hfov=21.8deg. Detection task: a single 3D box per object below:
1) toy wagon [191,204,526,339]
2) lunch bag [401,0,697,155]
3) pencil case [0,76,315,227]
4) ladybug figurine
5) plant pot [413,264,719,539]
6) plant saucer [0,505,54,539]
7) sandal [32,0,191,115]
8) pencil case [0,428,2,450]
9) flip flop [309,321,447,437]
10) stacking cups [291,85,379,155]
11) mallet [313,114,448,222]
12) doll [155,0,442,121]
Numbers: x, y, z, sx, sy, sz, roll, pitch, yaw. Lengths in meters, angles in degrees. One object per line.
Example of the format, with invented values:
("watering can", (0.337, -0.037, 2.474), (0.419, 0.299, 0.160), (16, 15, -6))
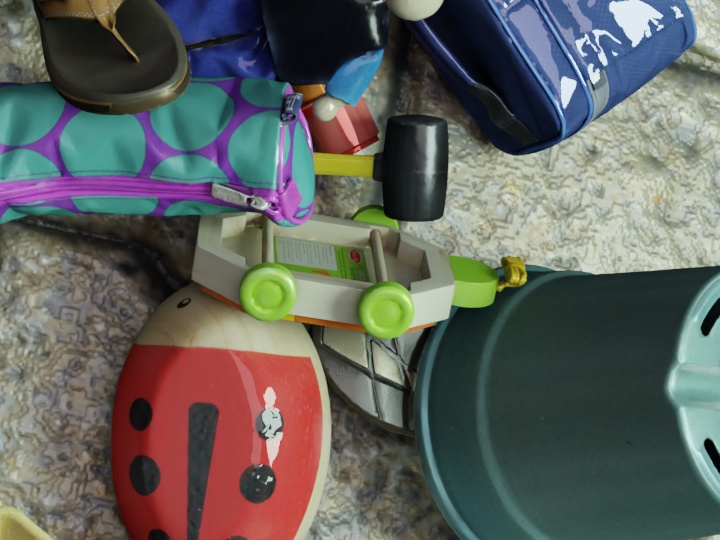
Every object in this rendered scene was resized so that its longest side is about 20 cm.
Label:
("toy wagon", (0.000, 0.000, 1.123), (0.199, 0.155, 0.040), (9, 109, -6))
("lunch bag", (0.095, -0.178, 1.186), (0.132, 0.136, 0.200), (-37, 95, -18))
("pencil case", (-0.129, -0.068, 1.101), (0.199, 0.085, 0.093), (0, 41, 6))
("ladybug figurine", (-0.087, 0.103, 1.118), (0.135, 0.072, 0.201), (1, 89, 7))
("plant pot", (0.169, 0.082, 1.122), (0.200, 0.196, 0.201), (7, 77, -36))
("plant saucer", (-0.201, 0.273, 1.096), (0.200, 0.048, 0.200), (42, 74, -10))
("sandal", (-0.155, -0.168, 1.097), (0.082, 0.055, 0.200), (-17, 54, 0))
("pencil case", (-0.308, 0.097, 1.060), (0.200, 0.083, 0.091), (15, 97, -16))
("flip flop", (0.048, 0.073, 1.194), (0.200, 0.058, 0.081), (21, 74, -30))
("stacking cups", (-0.049, -0.164, 1.188), (0.060, 0.060, 0.200), (-28, 99, -18))
("mallet", (-0.042, -0.077, 1.154), (0.199, 0.041, 0.066), (10, 102, -2))
("doll", (-0.047, -0.155, 1.132), (0.199, 0.048, 0.137), (-11, 102, 12))
